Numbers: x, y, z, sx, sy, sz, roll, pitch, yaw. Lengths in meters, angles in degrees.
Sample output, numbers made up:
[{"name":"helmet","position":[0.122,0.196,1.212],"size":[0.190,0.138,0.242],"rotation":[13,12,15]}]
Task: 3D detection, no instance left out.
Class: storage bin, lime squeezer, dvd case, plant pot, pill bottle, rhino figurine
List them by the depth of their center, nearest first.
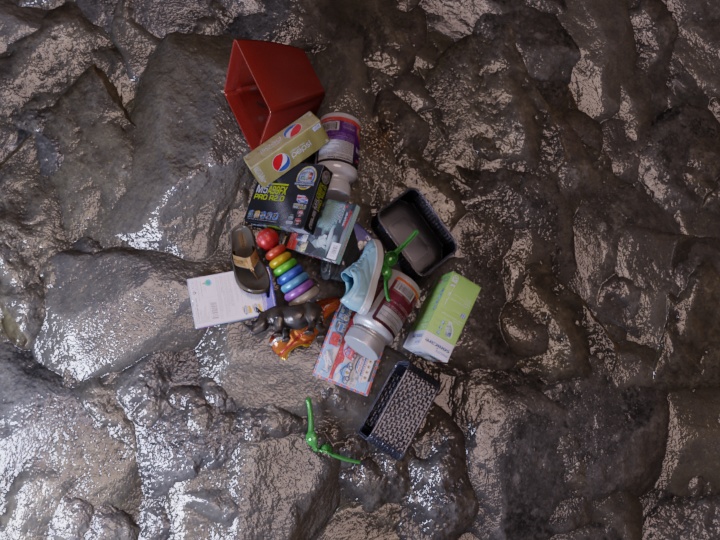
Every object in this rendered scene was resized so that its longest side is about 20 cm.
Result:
[{"name":"rhino figurine","position":[-0.176,0.118,1.265],"size":[0.197,0.060,0.089],"rotation":[-4,59,8]},{"name":"storage bin","position":[0.091,0.326,1.293],"size":[0.093,0.135,0.202],"rotation":[32,77,-4]},{"name":"lime squeezer","position":[0.079,-0.009,1.300],"size":[0.070,0.038,0.202],"rotation":[6,57,32]},{"name":"lime squeezer","position":[-0.087,0.407,1.309],"size":[0.201,0.038,0.071],"rotation":[51,45,-1]},{"name":"dvd case","position":[-0.106,-0.105,1.322],"size":[0.198,0.022,0.148],"rotation":[15,81,35]},{"name":"pill bottle","position":[0.052,0.107,1.325],"size":[0.114,0.114,0.201],"rotation":[36,68,-3]},{"name":"plant pot","position":[-0.202,-0.429,1.335],"size":[0.174,0.200,0.202],"rotation":[-22,80,-27]},{"name":"pill bottle","position":[-0.059,-0.279,1.368],"size":[0.110,0.111,0.203],"rotation":[7,74,-9]},{"name":"storage bin","position":[0.134,-0.090,1.396],"size":[0.135,0.094,0.201],"rotation":[-36,88,-13]}]

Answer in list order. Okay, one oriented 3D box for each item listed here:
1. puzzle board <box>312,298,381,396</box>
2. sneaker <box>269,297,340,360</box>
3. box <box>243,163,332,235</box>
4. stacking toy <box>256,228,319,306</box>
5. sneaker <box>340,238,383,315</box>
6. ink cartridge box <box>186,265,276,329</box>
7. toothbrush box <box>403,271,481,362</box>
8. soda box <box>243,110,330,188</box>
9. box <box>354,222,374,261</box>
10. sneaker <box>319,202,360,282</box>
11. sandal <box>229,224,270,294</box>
[{"name":"puzzle board","position":[-0.017,0.190,1.365],"size":[0.149,0.017,0.203],"rotation":[22,79,-6]},{"name":"sneaker","position":[-0.128,0.137,1.335],"size":[0.199,0.073,0.078],"rotation":[-37,106,-7]},{"name":"box","position":[-0.176,-0.176,1.316],"size":[0.198,0.044,0.163],"rotation":[11,78,34]},{"name":"stacking toy","position":[-0.183,-0.012,1.318],"size":[0.085,0.085,0.202],"rotation":[-32,95,-13]},{"name":"sneaker","position":[0.000,0.000,1.287],"size":[0.081,0.074,0.202],"rotation":[24,54,-19]},{"name":"ink cartridge box","position":[-0.306,0.063,1.318],"size":[0.197,0.042,0.121],"rotation":[-11,82,-10]},{"name":"toothbrush box","position":[0.198,0.116,1.349],"size":[0.085,0.146,0.202],"rotation":[30,77,-5]},{"name":"soda box","position":[-0.175,-0.288,1.300],"size":[0.199,0.064,0.068],"rotation":[-35,44,-4]},{"name":"box","position":[-0.069,-0.096,1.391],"size":[0.200,0.032,0.121],"rotation":[42,77,-1]},{"name":"sneaker","position":[-0.041,-0.066,1.346],"size":[0.090,0.076,0.203],"rotation":[16,77,-26]},{"name":"sandal","position":[-0.268,-0.033,1.303],"size":[0.080,0.055,0.202],"rotation":[-11,63,-12]}]
